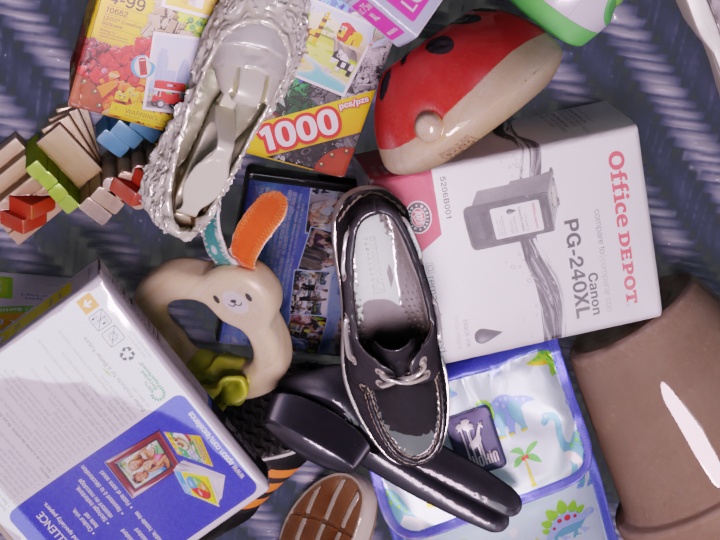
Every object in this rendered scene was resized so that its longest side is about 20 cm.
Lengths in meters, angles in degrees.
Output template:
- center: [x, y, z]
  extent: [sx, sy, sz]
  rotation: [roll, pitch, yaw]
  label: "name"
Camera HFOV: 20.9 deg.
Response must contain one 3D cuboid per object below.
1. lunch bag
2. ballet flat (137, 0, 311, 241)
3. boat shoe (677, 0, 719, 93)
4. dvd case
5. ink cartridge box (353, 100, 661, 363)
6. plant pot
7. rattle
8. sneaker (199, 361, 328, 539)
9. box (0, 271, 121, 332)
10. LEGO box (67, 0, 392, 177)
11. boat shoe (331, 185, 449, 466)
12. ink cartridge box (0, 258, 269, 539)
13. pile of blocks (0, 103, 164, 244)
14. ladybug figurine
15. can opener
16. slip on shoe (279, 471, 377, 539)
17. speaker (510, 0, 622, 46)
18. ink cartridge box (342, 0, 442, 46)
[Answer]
- center: [0.094, 0.152, 1.490]
  extent: [0.169, 0.128, 0.201]
  rotation: [-19, 118, -1]
  label: "lunch bag"
- center: [-0.083, -0.104, 1.272]
  extent: [0.071, 0.072, 0.201]
  rotation: [19, 113, -18]
  label: "ballet flat"
- center: [0.276, -0.149, 1.385]
  extent: [0.060, 0.074, 0.201]
  rotation: [-25, 112, 6]
  label: "boat shoe"
- center: [0.000, 0.000, 1.456]
  extent: [0.198, 0.018, 0.144]
  rotation: [7, 116, -12]
  label: "dvd case"
- center: [0.107, -0.026, 1.399]
  extent: [0.198, 0.083, 0.147]
  rotation: [-12, 107, -6]
  label: "ink cartridge box"
- center: [0.250, 0.101, 1.469]
  extent: [0.199, 0.200, 0.175]
  rotation: [-32, 100, 9]
  label: "plant pot"
- center: [-0.117, 0.048, 1.365]
  extent: [0.130, 0.143, 0.200]
  rotation: [44, 143, 8]
  label: "rattle"
- center: [-0.086, 0.145, 1.503]
  extent: [0.199, 0.070, 0.090]
  rotation: [-36, 155, -5]
  label: "sneaker"
- center: [-0.270, 0.069, 1.398]
  extent: [0.198, 0.113, 0.102]
  rotation: [5, 117, -13]
  label: "box"
- center: [-0.084, -0.166, 1.320]
  extent: [0.198, 0.077, 0.150]
  rotation: [13, 116, -15]
  label: "LEGO box"
- center: [0.023, 0.044, 1.325]
  extent: [0.073, 0.060, 0.202]
  rotation: [-8, 103, -5]
  label: "boat shoe"
- center: [-0.198, 0.127, 1.344]
  extent: [0.199, 0.047, 0.198]
  rotation: [-34, 111, 8]
  label: "ink cartridge box"
- center: [-0.175, -0.073, 1.365]
  extent: [0.198, 0.062, 0.083]
  rotation: [-15, 119, -1]
  label: "pile of blocks"
- center: [0.065, -0.126, 1.310]
  extent: [0.135, 0.200, 0.072]
  rotation: [-33, 95, 20]
  label: "ladybug figurine"
- center: [0.023, 0.133, 1.405]
  extent: [0.199, 0.079, 0.063]
  rotation: [29, 153, -8]
  label: "can opener"
- center: [-0.028, 0.245, 1.559]
  extent: [0.060, 0.076, 0.202]
  rotation: [1, 117, -44]
  label: "slip on shoe"
- center: [0.180, -0.252, 1.310]
  extent: [0.088, 0.089, 0.201]
  rotation: [29, 110, -22]
  label: "speaker"
- center: [-0.013, -0.253, 1.255]
  extent: [0.199, 0.042, 0.120]
  rotation: [38, 74, -10]
  label: "ink cartridge box"
